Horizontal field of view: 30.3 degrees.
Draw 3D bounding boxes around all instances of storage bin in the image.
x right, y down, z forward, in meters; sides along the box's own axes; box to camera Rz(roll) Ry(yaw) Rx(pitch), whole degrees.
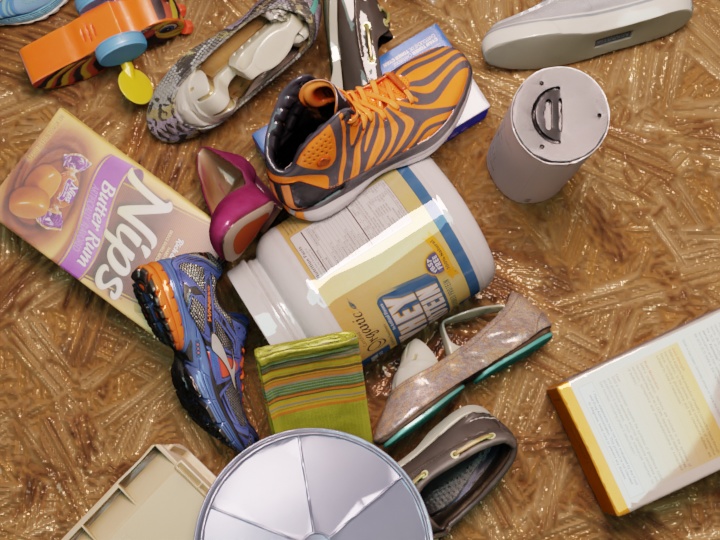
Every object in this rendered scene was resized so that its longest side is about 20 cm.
[{"bbox_3d":[-0.166,0.284,1.144,0.199,0.094,0.200,43,85,6],"label":"storage bin"}]

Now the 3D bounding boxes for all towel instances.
[{"bbox_3d":[-0.032,0.137,1.132,0.086,0.018,0.200,-11,127,-2],"label":"towel"}]

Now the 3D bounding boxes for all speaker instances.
[{"bbox_3d":[0.156,-0.112,1.138,0.081,0.200,0.081,0,83,0],"label":"speaker"}]

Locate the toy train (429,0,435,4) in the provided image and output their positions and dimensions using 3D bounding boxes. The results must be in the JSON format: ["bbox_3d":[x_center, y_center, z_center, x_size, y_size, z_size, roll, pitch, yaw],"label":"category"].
[{"bbox_3d":[-0.033,-0.297,1.226,0.116,0.085,0.200,-33,84,6],"label":"toy train"}]

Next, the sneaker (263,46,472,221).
[{"bbox_3d":[0.007,-0.129,1.073,0.200,0.112,0.078,-42,61,-9],"label":"sneaker"}]

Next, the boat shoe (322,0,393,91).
[{"bbox_3d":[-0.001,-0.201,1.176,0.060,0.072,0.202,-3,88,-3],"label":"boat shoe"}]

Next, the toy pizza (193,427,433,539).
[{"bbox_3d":[-0.038,0.230,1.095,0.200,0.032,0.201,3,73,-10],"label":"toy pizza"}]

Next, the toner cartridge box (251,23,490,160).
[{"bbox_3d":[0.009,-0.133,1.220,0.200,0.043,0.095,-32,84,-4],"label":"toner cartridge box"}]

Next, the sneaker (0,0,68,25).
[{"bbox_3d":[-0.342,-0.261,1.212,0.200,0.090,0.078,-28,84,-4],"label":"sneaker"}]

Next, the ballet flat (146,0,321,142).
[{"bbox_3d":[-0.115,-0.177,1.184,0.200,0.072,0.072,-39,84,14],"label":"ballet flat"}]

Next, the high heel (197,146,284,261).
[{"bbox_3d":[-0.123,-0.063,1.138,0.096,0.200,0.067,37,97,-1],"label":"high heel"}]

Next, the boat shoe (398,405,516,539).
[{"bbox_3d":[0.052,0.203,1.154,0.201,0.061,0.072,-45,118,-5],"label":"boat shoe"}]

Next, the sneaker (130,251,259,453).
[{"bbox_3d":[-0.125,0.072,1.156,0.078,0.075,0.200,-29,116,-22],"label":"sneaker"}]

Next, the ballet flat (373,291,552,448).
[{"bbox_3d":[0.078,0.082,1.175,0.200,0.068,0.067,-31,78,-23],"label":"ballet flat"}]

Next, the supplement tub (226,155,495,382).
[{"bbox_3d":[0.000,0.000,1.153,0.200,0.145,0.145,-33,84,-4],"label":"supplement tub"}]

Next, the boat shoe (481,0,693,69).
[{"bbox_3d":[0.203,-0.240,1.227,0.200,0.070,0.072,-13,72,-5],"label":"boat shoe"}]

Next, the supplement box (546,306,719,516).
[{"bbox_3d":[0.282,0.118,1.174,0.200,0.074,0.126,-24,83,-3],"label":"supplement box"}]

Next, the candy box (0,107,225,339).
[{"bbox_3d":[-0.223,-0.040,1.203,0.200,0.056,0.117,36,84,3],"label":"candy box"}]

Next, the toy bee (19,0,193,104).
[{"bbox_3d":[-0.204,-0.217,1.213,0.200,0.109,0.131,-3,91,24],"label":"toy bee"}]
